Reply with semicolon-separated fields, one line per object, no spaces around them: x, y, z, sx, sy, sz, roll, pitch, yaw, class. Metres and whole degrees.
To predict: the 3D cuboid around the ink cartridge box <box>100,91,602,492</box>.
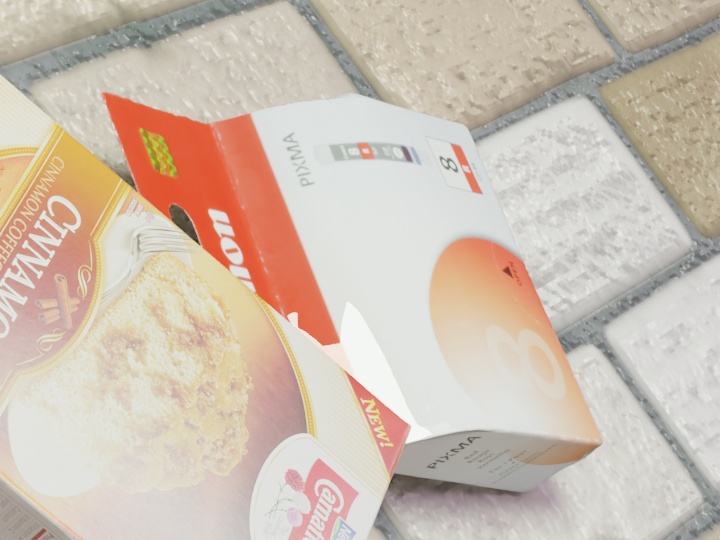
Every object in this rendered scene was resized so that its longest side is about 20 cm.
0.000;0.000;1.139;0.200;0.050;0.163;16;46;-54;ink cartridge box

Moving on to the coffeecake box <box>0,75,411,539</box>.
-0.094;0.052;0.948;0.200;0.073;0.154;41;35;-13;coffeecake box
